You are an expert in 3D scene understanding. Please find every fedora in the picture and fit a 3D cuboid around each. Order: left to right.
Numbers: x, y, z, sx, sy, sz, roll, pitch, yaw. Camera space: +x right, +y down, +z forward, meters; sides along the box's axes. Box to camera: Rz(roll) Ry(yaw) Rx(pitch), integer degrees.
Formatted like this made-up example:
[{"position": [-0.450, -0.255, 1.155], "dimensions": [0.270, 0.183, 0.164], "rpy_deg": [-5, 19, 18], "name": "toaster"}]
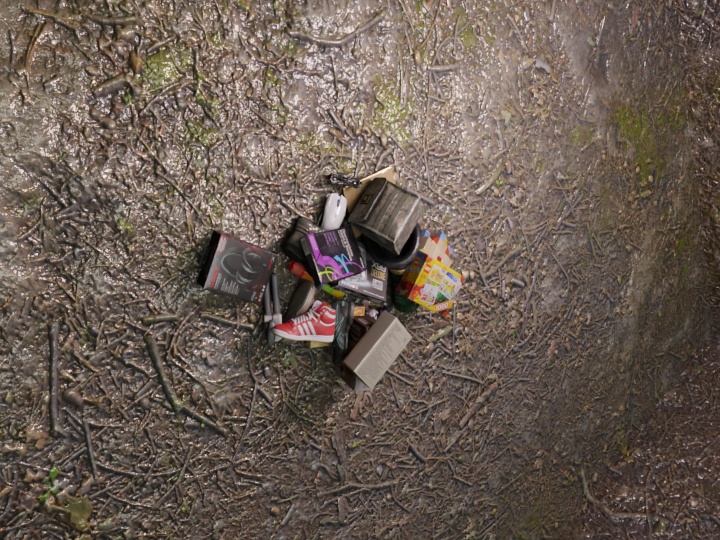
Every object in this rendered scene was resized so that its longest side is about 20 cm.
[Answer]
[{"position": [0.105, -0.095, 1.660], "dimensions": [0.203, 0.198, 0.092], "rpy_deg": [-51, 163, -11], "name": "fedora"}]

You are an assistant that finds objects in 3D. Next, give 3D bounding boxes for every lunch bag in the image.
[{"position": [0.069, -0.177, 1.583], "dimensions": [0.167, 0.196, 0.118], "rpy_deg": [-56, 157, -10], "name": "lunch bag"}]

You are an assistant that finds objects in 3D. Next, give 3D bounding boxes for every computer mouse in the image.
[{"position": [-0.072, -0.190, 1.580], "dimensions": [0.106, 0.044, 0.207], "rpy_deg": [14, 100, -26], "name": "computer mouse"}]

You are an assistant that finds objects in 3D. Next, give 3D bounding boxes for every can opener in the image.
[{"position": [-0.256, 0.114, 1.531], "dimensions": [0.051, 0.066, 0.209], "rpy_deg": [-5, 97, -17], "name": "can opener"}]

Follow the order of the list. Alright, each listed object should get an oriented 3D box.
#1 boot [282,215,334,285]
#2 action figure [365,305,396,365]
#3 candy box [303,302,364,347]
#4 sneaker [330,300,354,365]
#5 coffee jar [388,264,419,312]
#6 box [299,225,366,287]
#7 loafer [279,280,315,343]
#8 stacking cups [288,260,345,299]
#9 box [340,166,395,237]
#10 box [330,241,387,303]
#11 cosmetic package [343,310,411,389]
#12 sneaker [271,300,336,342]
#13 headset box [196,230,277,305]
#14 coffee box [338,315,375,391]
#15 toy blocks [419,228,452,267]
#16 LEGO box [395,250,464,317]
[{"position": [-0.127, -0.061, 1.547], "dimensions": [0.199, 0.067, 0.133], "rpy_deg": [40, 61, -21], "name": "boot"}, {"position": [0.062, 0.220, 1.738], "dimensions": [0.101, 0.201, 0.200], "rpy_deg": [-15, 108, 15], "name": "action figure"}, {"position": [-0.082, 0.172, 1.672], "dimensions": [0.194, 0.055, 0.121], "rpy_deg": [-2, 104, -34], "name": "candy box"}, {"position": [-0.071, 0.189, 1.619], "dimensions": [0.076, 0.075, 0.209], "rpy_deg": [9, 99, -11], "name": "sneaker"}, {"position": [0.151, 0.030, 1.762], "dimensions": [0.103, 0.084, 0.207], "rpy_deg": [-33, 123, -35], "name": "coffee jar"}, {"position": [-0.076, -0.045, 1.532], "dimensions": [0.196, 0.036, 0.148], "rpy_deg": [-17, 85, -47], "name": "box"}, {"position": [-0.184, 0.128, 1.588], "dimensions": [0.062, 0.071, 0.205], "rpy_deg": [23, 99, -42], "name": "loafer"}, {"position": [-0.133, 0.020, 1.607], "dimensions": [0.197, 0.060, 0.062], "rpy_deg": [31, 86, -30], "name": "stacking cups"}, {"position": [0.036, -0.220, 1.673], "dimensions": [0.195, 0.021, 0.169], "rpy_deg": [-26, 115, -25], "name": "box"}, {"position": [0.000, 0.000, 1.652], "dimensions": [0.195, 0.049, 0.164], "rpy_deg": [20, 66, -35], "name": "box"}, {"position": [0.052, 0.236, 1.564], "dimensions": [0.201, 0.072, 0.104], "rpy_deg": [-49, 124, -12], "name": "cosmetic package"}, {"position": [-0.159, 0.143, 1.522], "dimensions": [0.194, 0.071, 0.117], "rpy_deg": [8, 99, -31], "name": "sneaker"}, {"position": [-0.347, -0.009, 1.440], "dimensions": [0.196, 0.076, 0.154], "rpy_deg": [20, 91, -37], "name": "headset box"}, {"position": [0.002, 0.258, 1.652], "dimensions": [0.077, 0.113, 0.208], "rpy_deg": [4, 102, -33], "name": "coffee box"}, {"position": [0.260, -0.070, 1.828], "dimensions": [0.199, 0.098, 0.140], "rpy_deg": [40, 68, -34], "name": "toy blocks"}, {"position": [0.230, 0.044, 1.716], "dimensions": [0.196, 0.077, 0.153], "rpy_deg": [25, 93, -37], "name": "LEGO box"}]
